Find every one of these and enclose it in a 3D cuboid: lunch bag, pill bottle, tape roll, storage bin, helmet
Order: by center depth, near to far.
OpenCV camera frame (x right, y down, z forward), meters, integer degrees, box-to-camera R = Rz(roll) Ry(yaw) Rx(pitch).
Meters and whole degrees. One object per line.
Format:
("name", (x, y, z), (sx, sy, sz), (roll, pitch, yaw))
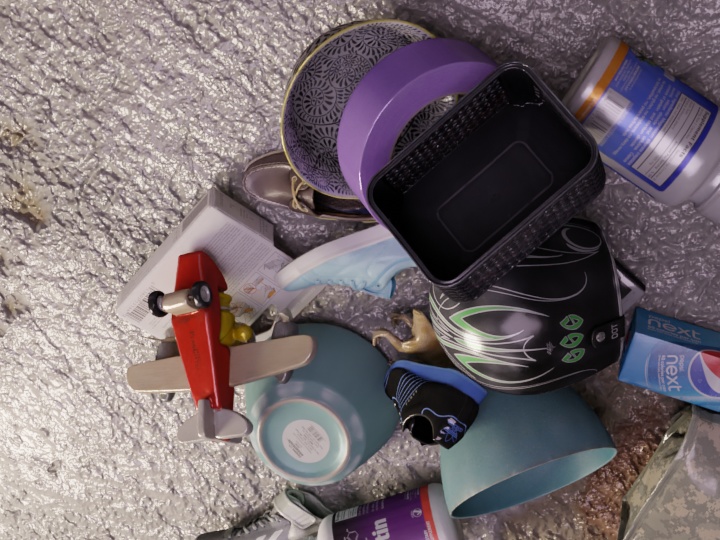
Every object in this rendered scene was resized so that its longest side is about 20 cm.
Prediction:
("storage bin", (0.122, -0.081, 1.150), (0.200, 0.094, 0.136), (-40, 71, 5))
("pill bottle", (0.303, -0.137, 1.217), (0.199, 0.112, 0.113), (33, 116, -2))
("tape roll", (0.078, -0.134, 1.243), (0.198, 0.066, 0.202), (-13, 126, -18))
("helmet", (0.168, 0.036, 1.263), (0.188, 0.200, 0.202), (-7, 111, 1))
("lunch bag", (0.402, 0.253, 1.349), (0.163, 0.118, 0.201), (26, 121, 4))
("pill bottle", (0.025, 0.338, 1.465), (0.198, 0.113, 0.113), (-19, 107, 6))

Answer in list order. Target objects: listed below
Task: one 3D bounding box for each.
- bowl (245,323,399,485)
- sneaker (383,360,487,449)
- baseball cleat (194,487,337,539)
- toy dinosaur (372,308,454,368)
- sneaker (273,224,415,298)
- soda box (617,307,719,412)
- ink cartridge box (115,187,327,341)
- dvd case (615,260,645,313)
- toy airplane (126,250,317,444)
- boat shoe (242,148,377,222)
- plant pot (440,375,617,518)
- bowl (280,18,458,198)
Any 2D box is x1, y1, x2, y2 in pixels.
("bowl", (-0.056, 0.175, 1.438), (0.198, 0.105, 0.203), (5, 114, 10))
("sneaker", (0.065, 0.150, 1.322), (0.070, 0.200, 0.078), (36, 75, -15))
("baseball cleat", (-0.122, 0.329, 1.553), (0.198, 0.070, 0.108), (-1, 106, 4))
("toy dinosaur", (0.070, 0.078, 1.376), (0.100, 0.058, 0.201), (14, 148, 30))
("sneaker", (0.000, 0.000, 1.353), (0.198, 0.074, 0.083), (-20, 86, 14))
("soda box", (0.388, 0.109, 1.320), (0.198, 0.068, 0.065), (17, 115, 7))
("ink cartridge box", (-0.166, 0.021, 1.442), (0.176, 0.045, 0.200), (33, 118, -25))
("dvd case", (0.197, 0.006, 1.352), (0.200, 0.025, 0.150), (41, 116, -3))
("toy airplane", (-0.161, 0.103, 1.385), (0.199, 0.141, 0.200), (35, 110, 16))
("boat shoe", (-0.044, -0.092, 1.354), (0.198, 0.060, 0.073), (8, 114, 11))
("plant pot", (0.171, 0.179, 1.357), (0.199, 0.200, 0.136), (-30, 66, 23))
("bowl", (-0.006, -0.186, 1.268), (0.199, 0.094, 0.202), (-14, 126, -19))
